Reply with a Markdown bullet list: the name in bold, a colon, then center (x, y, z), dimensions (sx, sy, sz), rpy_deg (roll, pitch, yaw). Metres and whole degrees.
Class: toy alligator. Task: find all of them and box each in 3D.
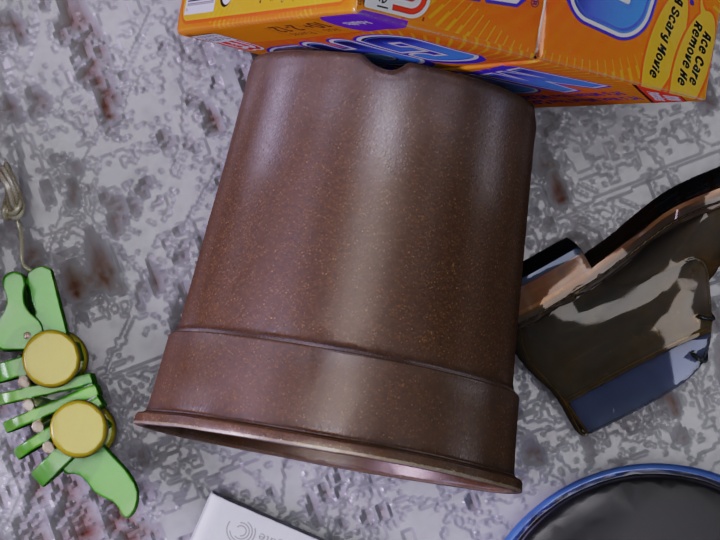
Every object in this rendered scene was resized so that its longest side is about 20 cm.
- **toy alligator**: center (-0.175, 0.044, 1.446), dimensions (0.054, 0.059, 0.200), rpy_deg (-22, 88, -2)

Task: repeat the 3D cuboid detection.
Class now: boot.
- **boot**: center (0.174, 0.008, 1.454), dimensions (0.200, 0.075, 0.097), rpy_deg (-25, 97, 8)

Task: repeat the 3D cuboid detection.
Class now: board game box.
- **board game box**: center (0.053, -0.198, 1.359), dimensions (0.200, 0.200, 0.200), rpy_deg (12, 86, -27)

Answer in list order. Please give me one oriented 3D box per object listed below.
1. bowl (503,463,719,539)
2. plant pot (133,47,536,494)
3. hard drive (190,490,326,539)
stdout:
- **bowl**: center (0.154, 0.196, 1.425), dimensions (0.200, 0.039, 0.201), rpy_deg (-3, 72, 9)
- **plant pot**: center (0.000, 0.000, 1.388), dimensions (0.200, 0.200, 0.199), rpy_deg (10, 83, 0)
- **hard drive**: center (-0.059, 0.236, 1.455), dimensions (0.132, 0.027, 0.200), rpy_deg (23, 87, 0)
